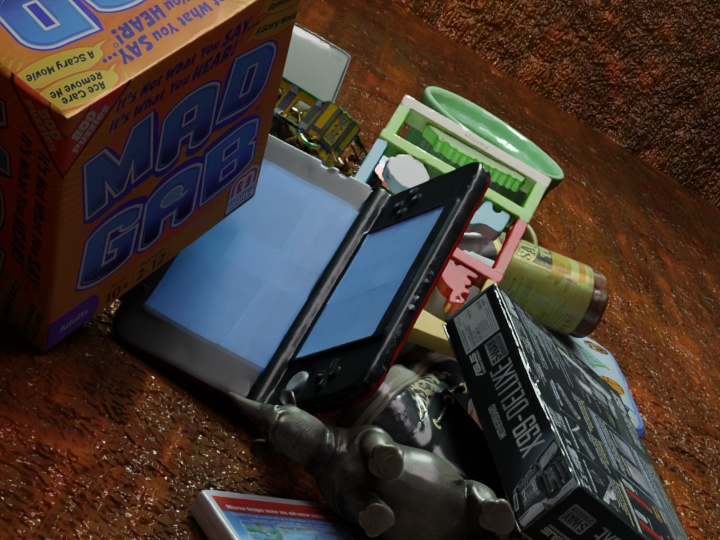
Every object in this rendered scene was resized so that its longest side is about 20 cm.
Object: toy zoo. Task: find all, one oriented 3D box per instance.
[{"bbox_3d":[0.045,-0.024,1.097,0.130,0.020,0.201,29,58,1],"label":"toy zoo"}]

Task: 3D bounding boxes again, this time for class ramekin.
[{"bbox_3d":[0.139,-0.129,1.848,0.199,0.098,0.200,30,16,-10],"label":"ramekin"}]

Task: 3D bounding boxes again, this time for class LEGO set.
[{"bbox_3d":[-0.066,-0.072,1.244,0.153,0.116,0.200,35,-10,17],"label":"LEGO set"}]

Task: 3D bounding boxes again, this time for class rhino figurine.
[{"bbox_3d":[0.007,0.123,0.896,0.199,0.060,0.087,29,-2,-10],"label":"rhino figurine"}]

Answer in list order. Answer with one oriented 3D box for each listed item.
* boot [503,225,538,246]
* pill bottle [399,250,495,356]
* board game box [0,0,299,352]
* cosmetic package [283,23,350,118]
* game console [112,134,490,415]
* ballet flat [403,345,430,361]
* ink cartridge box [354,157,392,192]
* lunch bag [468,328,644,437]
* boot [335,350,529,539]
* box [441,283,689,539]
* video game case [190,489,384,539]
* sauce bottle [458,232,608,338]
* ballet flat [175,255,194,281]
[{"bbox_3d":[0.095,-0.025,1.423,0.198,0.073,0.154,4,-3,30],"label":"boot"},{"bbox_3d":[0.000,0.000,1.149,0.198,0.112,0.111,19,18,-6],"label":"pill bottle"},{"bbox_3d":[-0.184,-0.121,0.923,0.199,0.201,0.200,38,51,16],"label":"board game box"},{"bbox_3d":[-0.097,-0.162,1.384,0.103,0.074,0.200,28,-18,-17],"label":"cosmetic package"},{"bbox_3d":[-0.037,-0.013,0.990,0.119,0.172,0.201,43,56,-20],"label":"game console"},{"bbox_3d":[0.014,0.025,1.279,0.063,0.068,0.200,-3,28,-16],"label":"ballet flat"},{"bbox_3d":[0.083,-0.075,1.617,0.162,0.057,0.200,36,0,8],"label":"ink cartridge box"},{"bbox_3d":[0.150,0.095,1.285,0.159,0.076,0.200,27,16,-12],"label":"lunch bag"},{"bbox_3d":[0.074,0.130,1.049,0.150,0.073,0.200,43,10,14],"label":"boot"},{"bbox_3d":[0.141,0.120,0.994,0.157,0.050,0.201,40,20,-34],"label":"box"},{"bbox_3d":[0.006,0.196,0.828,0.142,0.018,0.200,16,24,-45],"label":"video game case"},{"bbox_3d":[0.112,-0.002,1.281,0.199,0.066,0.066,21,19,-18],"label":"sauce bottle"},{"bbox_3d":[-0.164,-0.033,1.101,0.200,0.069,0.071,49,4,32],"label":"ballet flat"}]
